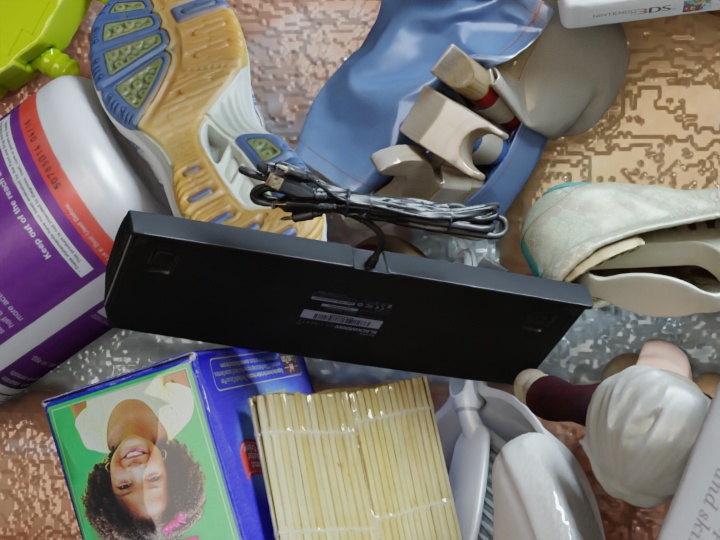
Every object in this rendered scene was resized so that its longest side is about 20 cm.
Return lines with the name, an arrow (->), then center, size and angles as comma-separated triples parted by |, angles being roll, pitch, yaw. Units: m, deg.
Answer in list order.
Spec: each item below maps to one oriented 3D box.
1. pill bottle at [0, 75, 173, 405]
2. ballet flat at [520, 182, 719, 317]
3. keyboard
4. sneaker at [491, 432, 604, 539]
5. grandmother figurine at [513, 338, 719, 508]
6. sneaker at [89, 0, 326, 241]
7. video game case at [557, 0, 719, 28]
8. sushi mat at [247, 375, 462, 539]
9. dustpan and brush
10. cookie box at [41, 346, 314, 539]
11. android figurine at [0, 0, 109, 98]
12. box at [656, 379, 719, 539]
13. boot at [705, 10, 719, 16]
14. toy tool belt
pill bottle -> -0.183, 0.003, 0.790 | 0.199, 0.112, 0.113 | -34, 83, 8
ballet flat -> 0.170, -0.005, 0.728 | 0.197, 0.068, 0.063 | -3, 43, -2
keyboard -> 0.000, 0.000, 0.663 | 0.198, 0.127, 0.021 | 9, 55, -18
sneaker -> 0.067, 0.169, 0.644 | 0.088, 0.075, 0.202 | -14, 88, 16
grandmother figurine -> 0.122, 0.060, 0.683 | 0.120, 0.200, 0.061 | 5, 89, 10
sneaker -> -0.072, -0.051, 0.762 | 0.074, 0.089, 0.201 | -20, 54, -7
video game case -> 0.165, -0.207, 0.727 | 0.180, 0.024, 0.202 | -7, 66, 2
sushi mat -> 0.011, 0.144, 0.679 | 0.012, 0.095, 0.202 | -29, 68, 49
dustpan and brush -> 0.055, 0.086, 0.759 | 0.139, 0.057, 0.202 | -28, 44, 45
cookie box -> -0.052, 0.140, 0.732 | 0.074, 0.171, 0.202 | -18, 85, 12
android figurine -> -0.213, -0.166, 0.836 | 0.199, 0.041, 0.183 | 29, 93, 13
box -> 0.218, 0.104, 0.560 | 0.199, 0.130, 0.201 | 24, 95, 29
boot -> 0.189, -0.107, 0.710 | 0.198, 0.069, 0.190 | 25, 68, 7
toy tool belt -> 0.025, -0.071, 0.740 | 0.124, 0.123, 0.201 | 33, 95, 38
